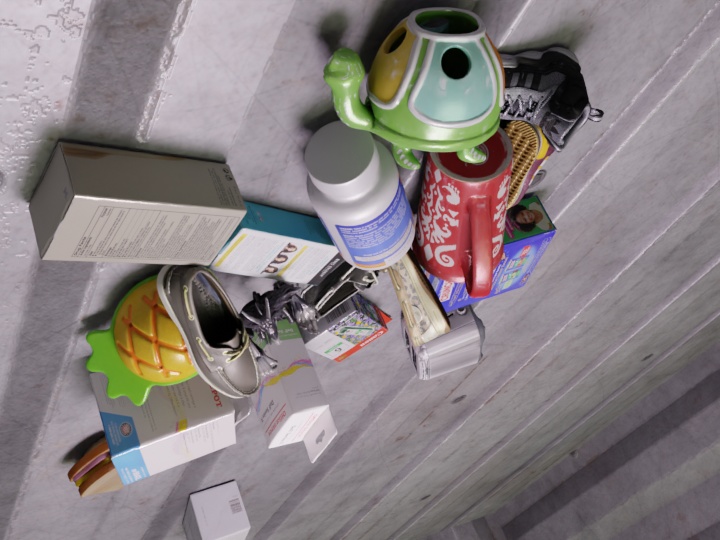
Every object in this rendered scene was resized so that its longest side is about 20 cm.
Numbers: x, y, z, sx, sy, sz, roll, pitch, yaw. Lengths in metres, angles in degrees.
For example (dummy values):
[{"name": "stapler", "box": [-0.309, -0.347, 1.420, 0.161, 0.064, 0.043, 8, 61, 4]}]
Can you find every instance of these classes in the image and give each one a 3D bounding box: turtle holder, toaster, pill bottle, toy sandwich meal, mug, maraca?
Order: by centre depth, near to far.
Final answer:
[{"name": "turtle holder", "box": [0.062, -0.200, 0.841, 0.182, 0.142, 0.133, 14, 133, 8]}, {"name": "pill bottle", "box": [-0.001, -0.090, 0.970, 0.111, 0.113, 0.201, -26, 153, 0]}, {"name": "maraca", "box": [-0.262, 0.087, 1.032, 0.199, 0.138, 0.107, -35, -176, 10]}, {"name": "mug", "box": [0.151, -0.080, 1.065, 0.132, 0.178, 0.201, -32, 151, -19]}, {"name": "toy sandwich meal", "box": [-0.393, 0.331, 1.390, 0.202, 0.071, 0.206, -21, 152, -12]}, {"name": "toaster", "box": [0.149, 0.121, 1.467, 0.127, 0.115, 0.201, -20, 154, -4]}]

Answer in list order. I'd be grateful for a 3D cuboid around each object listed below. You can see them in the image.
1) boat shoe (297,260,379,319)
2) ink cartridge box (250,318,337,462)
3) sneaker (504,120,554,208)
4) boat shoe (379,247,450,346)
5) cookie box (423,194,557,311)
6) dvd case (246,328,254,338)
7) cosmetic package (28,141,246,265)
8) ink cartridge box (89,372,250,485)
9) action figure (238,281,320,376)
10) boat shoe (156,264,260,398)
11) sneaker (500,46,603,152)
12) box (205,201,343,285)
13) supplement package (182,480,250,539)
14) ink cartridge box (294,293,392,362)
[{"name": "boat shoe", "box": [0.000, 0.000, 1.176, 0.199, 0.064, 0.070, -36, 151, 16]}, {"name": "ink cartridge box", "box": [-0.116, 0.192, 1.254, 0.066, 0.202, 0.118, -6, 147, -34]}, {"name": "sneaker", "box": [0.225, -0.154, 1.101, 0.090, 0.075, 0.200, -36, 168, -22]}, {"name": "boat shoe", "box": [0.053, 0.008, 1.106, 0.062, 0.202, 0.073, -29, -178, 11]}, {"name": "cookie box", "box": [0.191, -0.021, 1.296, 0.197, 0.076, 0.172, -16, 151, -20]}, {"name": "dvd case", "box": [-0.275, 0.134, 1.208, 0.199, 0.025, 0.150, -37, 151, 20]}, {"name": "cosmetic package", "box": [-0.232, -0.065, 0.853, 0.198, 0.072, 0.105, 3, 141, -44]}, {"name": "ink cartridge box", "box": [-0.266, 0.196, 1.156, 0.197, 0.130, 0.126, -17, 152, -17]}, {"name": "action figure", "box": [-0.114, 0.071, 1.091, 0.118, 0.103, 0.200, -35, -179, 0]}, {"name": "boat shoe", "box": [-0.172, 0.078, 0.970, 0.072, 0.060, 0.204, -46, 123, -33]}, {"name": "sneaker", "box": [0.197, -0.196, 0.958, 0.197, 0.115, 0.076, -16, 151, -19]}, {"name": "box", "box": [-0.106, -0.033, 1.042, 0.082, 0.050, 0.198, -42, 149, 28]}, {"name": "supplement package", "box": [-0.328, 0.576, 1.821, 0.108, 0.115, 0.201, -11, 150, -25]}, {"name": "ink cartridge box", "box": [-0.017, 0.101, 1.349, 0.108, 0.051, 0.200, -33, 151, 12]}]
